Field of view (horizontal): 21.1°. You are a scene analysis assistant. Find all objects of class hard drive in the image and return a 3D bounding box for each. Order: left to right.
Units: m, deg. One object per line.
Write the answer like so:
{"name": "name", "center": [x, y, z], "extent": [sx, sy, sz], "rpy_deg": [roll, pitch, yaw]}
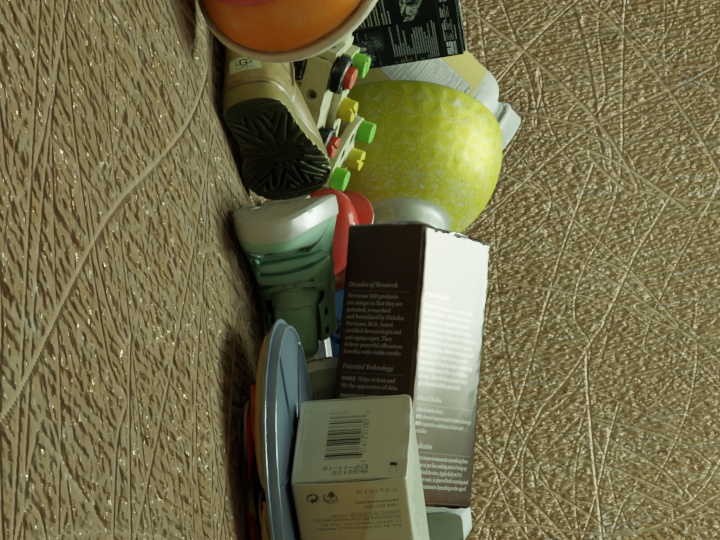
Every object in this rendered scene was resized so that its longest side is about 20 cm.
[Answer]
{"name": "hard drive", "center": [0.019, 0.203, 1.517], "extent": [0.200, 0.131, 0.027], "rpy_deg": [49, 37, -83]}

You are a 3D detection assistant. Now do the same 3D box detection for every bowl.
{"name": "bowl", "center": [0.033, -0.069, 1.744], "extent": [0.201, 0.199, 0.108], "rpy_deg": [76, 10, -58]}

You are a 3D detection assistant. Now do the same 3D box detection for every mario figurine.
{"name": "mario figurine", "center": [0.000, 0.000, 1.689], "extent": [0.201, 0.123, 0.106], "rpy_deg": [72, 9, -45]}

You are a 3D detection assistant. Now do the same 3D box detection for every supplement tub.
{"name": "supplement tub", "center": [0.042, -0.172, 1.871], "extent": [0.200, 0.145, 0.145], "rpy_deg": [43, 13, -10]}

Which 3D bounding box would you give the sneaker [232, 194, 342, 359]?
{"name": "sneaker", "center": [-0.044, 0.008, 1.401], "extent": [0.200, 0.073, 0.119], "rpy_deg": [-8, 91, -86]}

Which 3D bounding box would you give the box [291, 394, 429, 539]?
{"name": "box", "center": [0.006, 0.193, 1.320], "extent": [0.095, 0.077, 0.201], "rpy_deg": [-84, 169, -58]}

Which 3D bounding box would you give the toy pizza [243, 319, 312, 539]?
{"name": "toy pizza", "center": [-0.056, 0.134, 1.297], "extent": [0.200, 0.031, 0.202], "rpy_deg": [-4, 90, -84]}

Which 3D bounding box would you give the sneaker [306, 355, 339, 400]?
{"name": "sneaker", "center": [0.000, 0.124, 1.480], "extent": [0.200, 0.074, 0.083], "rpy_deg": [35, 47, -50]}

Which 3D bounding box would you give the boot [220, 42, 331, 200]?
{"name": "boot", "center": [-0.069, -0.176, 1.455], "extent": [0.175, 0.066, 0.201], "rpy_deg": [75, 8, -63]}

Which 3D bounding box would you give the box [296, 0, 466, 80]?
{"name": "box", "center": [0.002, -0.258, 1.685], "extent": [0.200, 0.163, 0.087], "rpy_deg": [70, 12, -68]}

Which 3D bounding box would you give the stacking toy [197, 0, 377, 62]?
{"name": "stacking toy", "center": [-0.077, -0.230, 1.230], "extent": [0.200, 0.145, 0.147], "rpy_deg": [34, 46, -62]}

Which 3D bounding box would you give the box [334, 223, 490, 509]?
{"name": "box", "center": [0.036, 0.071, 1.420], "extent": [0.100, 0.075, 0.201], "rpy_deg": [14, 81, -56]}

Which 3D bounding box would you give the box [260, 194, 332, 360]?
{"name": "box", "center": [-0.047, 0.041, 1.543], "extent": [0.041, 0.038, 0.201], "rpy_deg": [-58, 140, -81]}

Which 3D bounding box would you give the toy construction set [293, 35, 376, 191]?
{"name": "toy construction set", "center": [-0.029, -0.152, 1.569], "extent": [0.131, 0.092, 0.201], "rpy_deg": [-53, 147, -58]}
